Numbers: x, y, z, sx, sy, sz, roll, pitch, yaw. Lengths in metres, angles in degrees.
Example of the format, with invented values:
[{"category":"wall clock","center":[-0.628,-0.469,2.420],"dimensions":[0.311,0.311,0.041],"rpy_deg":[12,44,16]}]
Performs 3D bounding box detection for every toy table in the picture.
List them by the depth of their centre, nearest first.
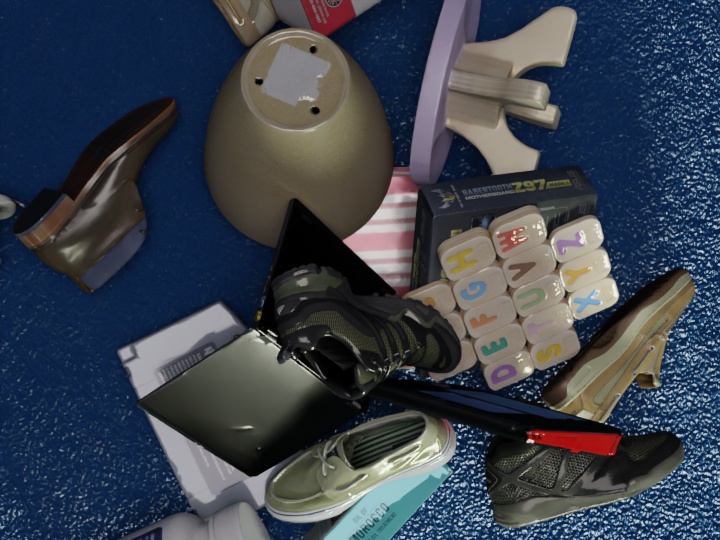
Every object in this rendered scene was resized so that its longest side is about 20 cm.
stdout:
[{"category":"toy table","center":[0.125,-0.168,1.275],"dimensions":[0.116,0.184,0.202],"rpy_deg":[15,103,12]}]

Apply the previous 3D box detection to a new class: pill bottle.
[{"category":"pill bottle","center":[-0.182,0.296,1.274],"dimensions":[0.199,0.120,0.120],"rpy_deg":[-25,93,8]}]

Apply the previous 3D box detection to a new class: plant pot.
[{"category":"plant pot","center":[-0.058,-0.135,1.224],"dimensions":[0.185,0.200,0.189],"rpy_deg":[0,76,-1]}]

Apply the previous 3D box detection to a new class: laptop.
[{"category":"laptop","center":[-0.079,0.068,1.251],"dimensions":[0.115,0.187,0.201],"rpy_deg":[-1,63,34]}]

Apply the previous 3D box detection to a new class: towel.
[{"category":"towel","center":[0.000,0.000,1.339],"dimensions":[0.145,0.030,0.202],"rpy_deg":[-2,94,-3]}]

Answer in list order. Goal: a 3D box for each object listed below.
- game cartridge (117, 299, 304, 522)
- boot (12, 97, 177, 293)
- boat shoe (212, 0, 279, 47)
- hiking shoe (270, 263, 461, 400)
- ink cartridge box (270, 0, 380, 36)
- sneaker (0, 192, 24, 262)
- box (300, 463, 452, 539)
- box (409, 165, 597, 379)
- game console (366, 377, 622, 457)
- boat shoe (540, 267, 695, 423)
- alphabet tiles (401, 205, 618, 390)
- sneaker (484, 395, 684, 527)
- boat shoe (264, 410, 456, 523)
[{"category":"game cartridge","center":[-0.136,0.139,1.330],"dimensions":[0.132,0.042,0.201],"rpy_deg":[-25,93,-7]},{"category":"boot","center":[-0.233,-0.073,1.315],"dimensions":[0.200,0.075,0.097],"rpy_deg":[-45,120,-12]},{"category":"boat shoe","center":[-0.156,-0.302,1.300],"dimensions":[0.065,0.072,0.200],"rpy_deg":[-44,99,-2]},{"category":"hiking shoe","center":[0.004,0.071,1.173],"dimensions":[0.199,0.076,0.101],"rpy_deg":[21,58,-31]},{"category":"ink cartridge box","center":[-0.004,-0.330,1.250],"dimensions":[0.199,0.085,0.148],"rpy_deg":[-36,129,-17]},{"category":"sneaker","center":[-0.385,-0.086,1.290],"dimensions":[0.128,0.079,0.201],"rpy_deg":[-4,87,-9]},{"category":"box","center":[0.000,0.243,1.317],"dimensions":[0.049,0.082,0.200],"rpy_deg":[43,89,-5]},{"category":"box","center":[0.127,0.004,1.268],"dimensions":[0.156,0.051,0.201],"rpy_deg":[-9,131,-13]},{"category":"game console","center":[0.118,0.127,1.223],"dimensions":[0.199,0.176,0.031],"rpy_deg":[12,86,39]},{"category":"boat shoe","center":[0.264,0.083,1.321],"dimensions":[0.200,0.072,0.076],"rpy_deg":[-42,89,-15]},{"category":"alphabet tiles","center":[0.140,0.029,1.250],"dimensions":[0.194,0.015,0.201],"rpy_deg":[-23,133,2]},{"category":"sneaker","center":[0.214,0.171,1.330],"dimensions":[0.198,0.076,0.115],"rpy_deg":[-15,99,3]},{"category":"boat shoe","center":[-0.009,0.174,1.263],"dimensions":[0.199,0.062,0.072],"rpy_deg":[-26,53,16]}]
